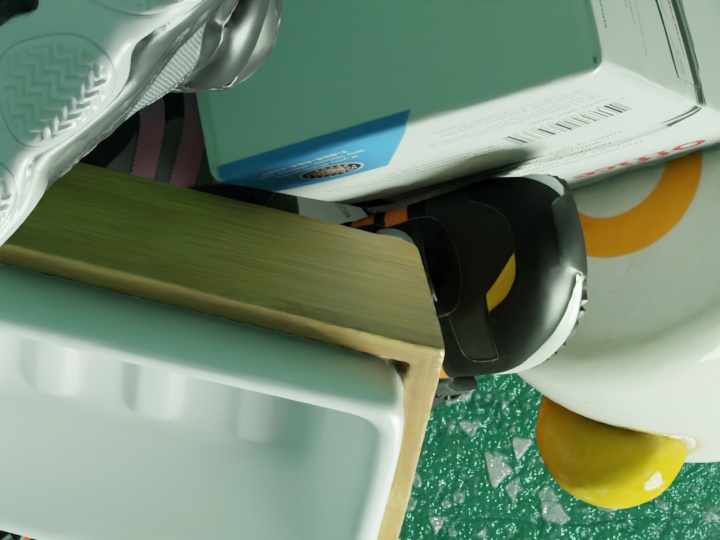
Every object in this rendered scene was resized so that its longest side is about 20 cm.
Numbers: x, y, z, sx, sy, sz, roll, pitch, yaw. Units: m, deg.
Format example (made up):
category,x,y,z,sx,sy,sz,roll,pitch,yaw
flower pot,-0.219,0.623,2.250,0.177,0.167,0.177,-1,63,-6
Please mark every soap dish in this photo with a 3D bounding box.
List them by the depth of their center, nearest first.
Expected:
category,x,y,z,sx,sy,sz,roll,pitch,yaw
soap dish,-0.074,0.036,0.857,0.158,0.199,0.081,101,3,-53

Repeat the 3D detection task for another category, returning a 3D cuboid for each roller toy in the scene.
category,x,y,z,sx,sy,sz,roll,pitch,yaw
roller toy,0.136,-0.016,1.019,0.182,0.201,0.140,-25,148,18

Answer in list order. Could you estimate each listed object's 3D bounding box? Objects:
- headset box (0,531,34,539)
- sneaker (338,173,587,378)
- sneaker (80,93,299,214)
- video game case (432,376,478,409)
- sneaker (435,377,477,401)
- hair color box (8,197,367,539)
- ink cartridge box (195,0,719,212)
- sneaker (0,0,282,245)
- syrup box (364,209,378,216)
category,x,y,z,sx,sy,sz,roll,pitch,yaw
headset box,-0.152,0.114,1.288,0.200,0.149,0.075,-38,169,13
sneaker,0.004,0.012,0.910,0.090,0.070,0.200,-6,174,-31
sneaker,-0.068,-0.034,0.951,0.200,0.082,0.070,-34,174,-26
video game case,0.015,0.002,1.367,0.200,0.181,0.026,-35,139,-20
sneaker,0.000,0.000,1.152,0.200,0.112,0.073,38,73,-51
hair color box,-0.094,0.012,1.027,0.200,0.111,0.064,-35,173,-26
ink cartridge box,0.045,-0.079,0.881,0.144,0.085,0.200,-15,171,22
sneaker,-0.090,-0.053,0.684,0.200,0.076,0.114,-42,171,17
syrup box,0.027,-0.059,1.211,0.200,0.078,0.082,121,-15,-77
